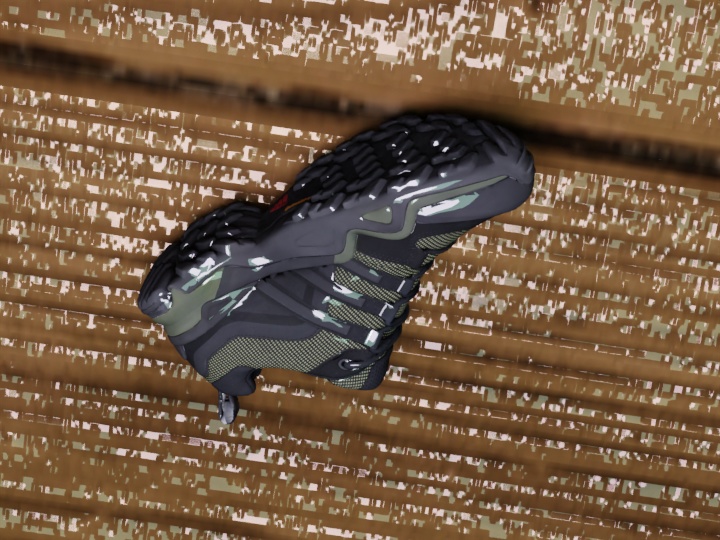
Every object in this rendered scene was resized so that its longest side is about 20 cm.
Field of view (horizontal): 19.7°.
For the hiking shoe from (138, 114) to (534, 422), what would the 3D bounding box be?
[{"bbox_3d":[0.000,0.000,0.974,0.199,0.076,0.101,-22,117,20],"label":"hiking shoe"}]
